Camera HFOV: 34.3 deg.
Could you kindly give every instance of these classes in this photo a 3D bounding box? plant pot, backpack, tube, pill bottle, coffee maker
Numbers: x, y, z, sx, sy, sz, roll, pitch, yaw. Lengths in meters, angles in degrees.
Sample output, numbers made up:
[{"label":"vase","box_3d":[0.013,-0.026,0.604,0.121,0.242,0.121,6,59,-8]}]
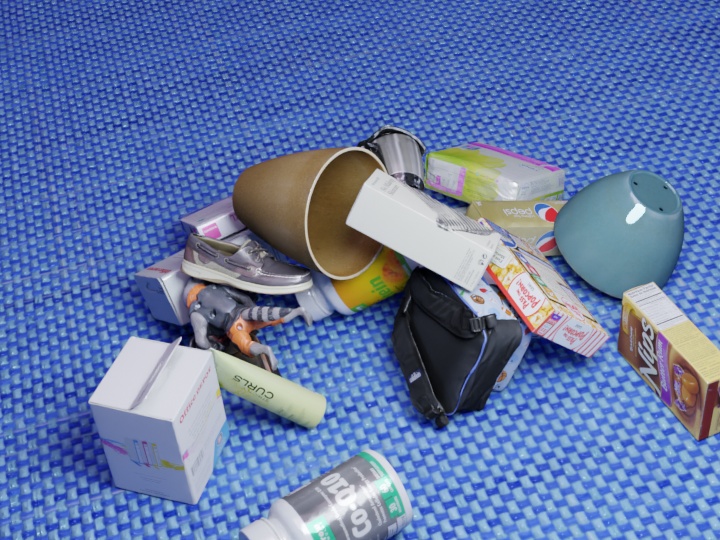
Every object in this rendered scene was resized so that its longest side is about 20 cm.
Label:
[{"label":"plant pot","box_3d":[0.415,-0.075,1.781,0.199,0.135,0.201,14,46,-15]},{"label":"backpack","box_3d":[0.139,0.084,1.650,0.153,0.201,0.191,-4,42,-40]},{"label":"tube","box_3d":[-0.141,0.161,1.608,0.199,0.058,0.052,28,8,-26]},{"label":"pill bottle","box_3d":[-0.044,0.318,1.459,0.199,0.114,0.113,-28,46,-23]},{"label":"pill bottle","box_3d":[0.000,0.000,1.776,0.199,0.111,0.111,-26,38,18]},{"label":"coffee maker","box_3d":[0.044,-0.101,1.907,0.134,0.193,0.201,7,47,-20]},{"label":"plant pot","box_3d":[-0.086,-0.095,1.699,0.199,0.187,0.186,12,42,40]}]

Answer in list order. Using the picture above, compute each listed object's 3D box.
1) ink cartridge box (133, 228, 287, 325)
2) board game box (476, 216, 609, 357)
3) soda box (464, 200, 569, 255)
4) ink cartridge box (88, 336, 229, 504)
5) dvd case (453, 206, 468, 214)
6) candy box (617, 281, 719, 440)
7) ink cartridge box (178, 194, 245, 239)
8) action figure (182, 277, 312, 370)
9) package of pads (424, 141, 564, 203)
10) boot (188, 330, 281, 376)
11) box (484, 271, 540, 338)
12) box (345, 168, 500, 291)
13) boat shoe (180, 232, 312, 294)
[{"label":"ink cartridge box","box_3d":[-0.233,0.002,1.816,0.199,0.083,0.146,-29,15,-23]},{"label":"board game box","box_3d":[0.248,0.023,1.653,0.046,0.151,0.200,-48,47,17]},{"label":"soda box","box_3d":[0.255,-0.066,1.838,0.199,0.068,0.064,-2,46,-31]},{"label":"ink cartridge box","box_3d":[-0.267,0.191,1.560,0.124,0.201,0.129,9,43,16]},{"label":"dvd case","box_3d":[0.184,-0.057,1.928,0.198,0.018,0.143,-9,41,-4]},{"label":"candy box","box_3d":[0.437,0.124,1.623,0.056,0.117,0.200,-18,42,-14]},{"label":"ink cartridge box","box_3d":[-0.223,-0.086,1.882,0.119,0.042,0.200,-25,15,-13]},{"label":"action figure","box_3d":[-0.168,0.048,1.683,0.192,0.105,0.201,17,53,20]},{"label":"package of pads","box_3d":[0.221,-0.156,1.955,0.199,0.069,0.154,22,27,36]},{"label":"boot","box_3d":[-0.184,0.134,1.731,0.097,0.075,0.200,-32,45,-2]},{"label":"box","box_3d":[0.180,0.039,1.789,0.198,0.060,0.117,4,42,11]},{"label":"box","box_3d":[0.087,-0.056,1.592,0.199,0.069,0.082,28,25,2]},{"label":"boat shoe","box_3d":[-0.163,-0.012,1.669,0.199,0.065,0.072,10,18,17]}]
